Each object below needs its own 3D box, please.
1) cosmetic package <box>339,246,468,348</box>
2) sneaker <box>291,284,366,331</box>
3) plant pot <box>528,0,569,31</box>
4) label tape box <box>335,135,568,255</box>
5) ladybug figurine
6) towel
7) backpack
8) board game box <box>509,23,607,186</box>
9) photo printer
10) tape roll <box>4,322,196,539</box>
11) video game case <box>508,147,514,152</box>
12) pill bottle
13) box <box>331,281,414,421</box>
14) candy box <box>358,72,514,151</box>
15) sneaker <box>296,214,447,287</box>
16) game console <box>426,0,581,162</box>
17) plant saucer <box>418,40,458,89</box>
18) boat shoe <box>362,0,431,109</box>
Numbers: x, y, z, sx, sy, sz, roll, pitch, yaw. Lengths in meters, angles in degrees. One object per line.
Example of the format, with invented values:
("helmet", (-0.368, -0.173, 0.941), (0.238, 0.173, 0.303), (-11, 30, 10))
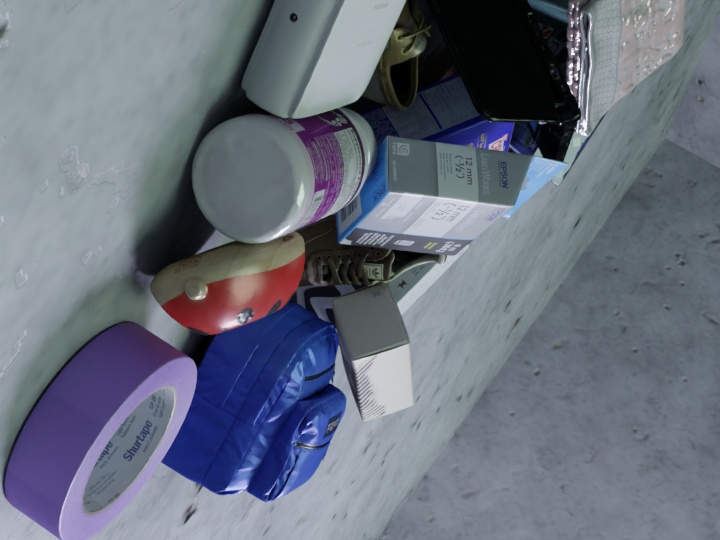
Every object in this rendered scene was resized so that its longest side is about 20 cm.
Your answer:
("cosmetic package", (0.026, 0.003, 1.754), (0.200, 0.102, 0.074), (-46, 166, 3))
("sneaker", (0.000, 0.000, 1.684), (0.199, 0.129, 0.079), (-57, 168, -6))
("plant pot", (0.212, -0.340, 1.560), (0.141, 0.200, 0.141), (-60, 165, 4))
("label tape box", (0.092, -0.069, 1.462), (0.143, 0.200, 0.066), (137, -43, -61))
("ladybug figurine", (-0.115, 0.012, 1.312), (0.136, 0.072, 0.200), (-17, -176, 19))
("towel", (0.280, -0.256, 1.494), (0.191, 0.032, 0.200), (-44, 150, -23))
("backpack", (-0.100, 0.130, 1.548), (0.200, 0.168, 0.163), (-66, 171, 14))
("board game box", (0.203, -0.214, 1.664), (0.062, 0.200, 0.200), (37, 83, -37))
("photo printer", (-0.014, -0.239, 1.262), (0.200, 0.069, 0.166), (-64, 165, 22))
("tape roll", (-0.234, 0.149, 1.323), (0.200, 0.066, 0.200), (-53, 164, -22))
("video game case", (0.165, -0.156, 1.795), (0.200, 0.025, 0.181), (-47, -154, 54))
("pill bottle", (-0.060, -0.097, 1.314), (0.112, 0.112, 0.200), (-64, 165, 22))
("box", (0.016, 0.094, 1.609), (0.068, 0.082, 0.200), (-18, 154, -4))
("candy box", (0.062, -0.124, 1.587), (0.200, 0.077, 0.169), (-22, 155, -13))
("sneaker", (-0.003, -0.018, 1.526), (0.200, 0.076, 0.071), (-17, 127, -16))
("game console", (0.127, -0.207, 1.444), (0.116, 0.200, 0.176), (-18, 159, -9))
("plant saucer", (0.095, -0.229, 1.650), (0.200, 0.032, 0.200), (-45, 176, -4))
("boat shoe", (0.037, -0.237, 1.443), (0.074, 0.066, 0.200), (-51, 162, -25))
